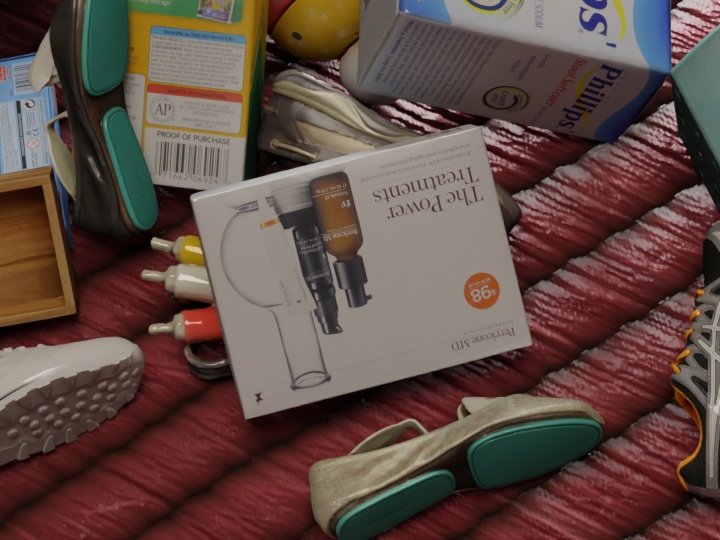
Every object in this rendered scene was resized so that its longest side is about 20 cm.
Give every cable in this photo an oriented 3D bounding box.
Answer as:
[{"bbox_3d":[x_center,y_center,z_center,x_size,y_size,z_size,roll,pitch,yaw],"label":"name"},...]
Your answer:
[{"bbox_3d":[-0.048,0.021,1.640,0.198,0.050,0.098,-2,67,4],"label":"cable"}]

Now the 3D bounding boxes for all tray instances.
[{"bbox_3d":[-0.300,-0.005,1.654,0.199,0.037,0.099,-10,105,-1],"label":"tray"}]

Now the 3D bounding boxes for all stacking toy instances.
[{"bbox_3d":[-0.034,-0.201,1.731,0.146,0.146,0.200,-37,79,-14],"label":"stacking toy"}]

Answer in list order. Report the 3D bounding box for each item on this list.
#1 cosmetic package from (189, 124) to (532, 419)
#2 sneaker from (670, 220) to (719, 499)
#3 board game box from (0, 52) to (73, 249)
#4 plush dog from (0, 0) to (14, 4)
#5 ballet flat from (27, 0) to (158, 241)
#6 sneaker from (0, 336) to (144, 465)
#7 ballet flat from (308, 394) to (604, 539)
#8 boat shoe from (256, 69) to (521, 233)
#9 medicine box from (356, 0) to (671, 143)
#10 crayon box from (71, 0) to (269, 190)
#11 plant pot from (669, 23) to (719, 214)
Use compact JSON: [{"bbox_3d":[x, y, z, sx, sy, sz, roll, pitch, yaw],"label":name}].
[{"bbox_3d":[0.000,0.000,1.605,0.199,0.052,0.152,-15,97,-4],"label":"cosmetic package"},{"bbox_3d":[0.238,0.058,1.581,0.077,0.078,0.201,-8,59,11],"label":"sneaker"},{"bbox_3d":[-0.311,-0.069,1.721,0.199,0.037,0.152,-10,61,-1],"label":"board game box"},{"bbox_3d":[-0.262,-0.241,1.698,0.171,0.161,0.200,-14,31,31],"label":"plush dog"},{"bbox_3d":[-0.189,-0.116,1.643,0.068,0.068,0.201,-2,103,23],"label":"ballet flat"},{"bbox_3d":[-0.242,0.082,1.616,0.199,0.077,0.081,-22,52,-8],"label":"sneaker"},{"bbox_3d":[0.059,0.113,1.573,0.199,0.068,0.063,-20,52,-6],"label":"ballet flat"},{"bbox_3d":[0.017,-0.067,1.680,0.199,0.074,0.074,29,93,14],"label":"boat shoe"},{"bbox_3d":[0.106,-0.207,1.685,0.199,0.103,0.183,10,61,-15],"label":"medicine box"},{"bbox_3d":[-0.130,-0.161,1.680,0.125,0.052,0.201,7,105,9],"label":"crayon box"},{"bbox_3d":[0.319,-0.119,1.638,0.199,0.142,0.142,-23,61,1],"label":"plant pot"}]
